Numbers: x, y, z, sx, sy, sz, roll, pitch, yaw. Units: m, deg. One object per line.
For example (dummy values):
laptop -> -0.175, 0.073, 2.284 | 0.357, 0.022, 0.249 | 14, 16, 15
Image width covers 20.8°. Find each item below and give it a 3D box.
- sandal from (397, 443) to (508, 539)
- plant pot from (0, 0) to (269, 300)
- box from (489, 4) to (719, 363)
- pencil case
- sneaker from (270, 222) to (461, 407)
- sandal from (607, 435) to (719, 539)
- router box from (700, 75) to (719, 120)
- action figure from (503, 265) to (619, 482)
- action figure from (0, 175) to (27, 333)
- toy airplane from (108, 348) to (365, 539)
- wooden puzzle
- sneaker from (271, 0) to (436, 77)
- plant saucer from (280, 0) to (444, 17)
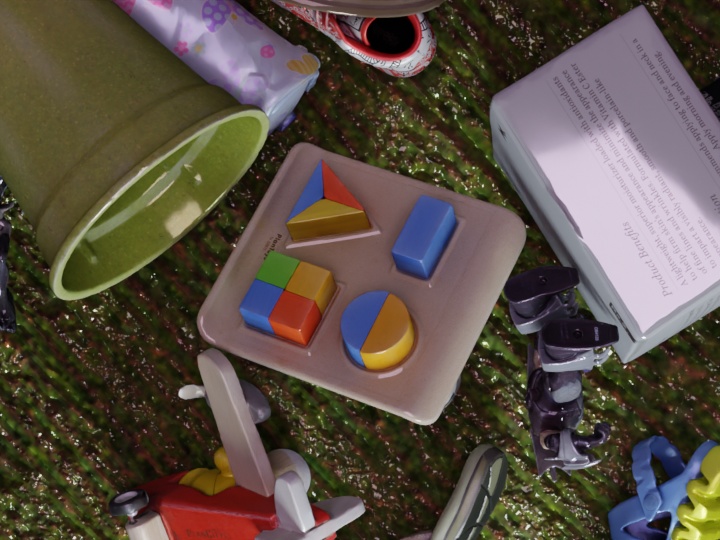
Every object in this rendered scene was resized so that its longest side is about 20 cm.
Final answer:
sandal -> 0.049, 0.221, 1.527 | 0.057, 0.080, 0.202 | 27, 88, 18
plant pot -> -0.200, -0.114, 1.430 | 0.200, 0.200, 0.184 | -42, 80, 5
box -> 0.197, -0.055, 1.417 | 0.130, 0.200, 0.199 | -31, 81, 0
pencil case -> -0.126, -0.186, 1.502 | 0.200, 0.083, 0.091 | 41, 88, 0
sneaker -> -0.002, 0.032, 1.507 | 0.200, 0.089, 0.074 | 40, 96, 2
sandal -> 0.227, 0.209, 1.517 | 0.087, 0.079, 0.201 | 32, 101, 32
router box -> 0.330, -0.120, 1.419 | 0.149, 0.200, 0.062 | -32, 106, 4
action figure -> 0.150, 0.077, 1.455 | 0.069, 0.200, 0.131 | -14, 60, -2
action figure -> -0.286, -0.054, 1.509 | 0.118, 0.102, 0.201 | 9, 94, -11
toy airplane -> -0.076, 0.178, 1.492 | 0.199, 0.141, 0.200 | 38, 128, 13
wooden puzzle -> 0.000, 0.000, 1.465 | 0.199, 0.046, 0.186 | 21, 66, 18
sneaker -> -0.029, -0.218, 1.482 | 0.201, 0.108, 0.067 | 35, 95, 1
plant saucer -> -0.027, -0.240, 1.439 | 0.199, 0.200, 0.030 | 15, 120, 2
